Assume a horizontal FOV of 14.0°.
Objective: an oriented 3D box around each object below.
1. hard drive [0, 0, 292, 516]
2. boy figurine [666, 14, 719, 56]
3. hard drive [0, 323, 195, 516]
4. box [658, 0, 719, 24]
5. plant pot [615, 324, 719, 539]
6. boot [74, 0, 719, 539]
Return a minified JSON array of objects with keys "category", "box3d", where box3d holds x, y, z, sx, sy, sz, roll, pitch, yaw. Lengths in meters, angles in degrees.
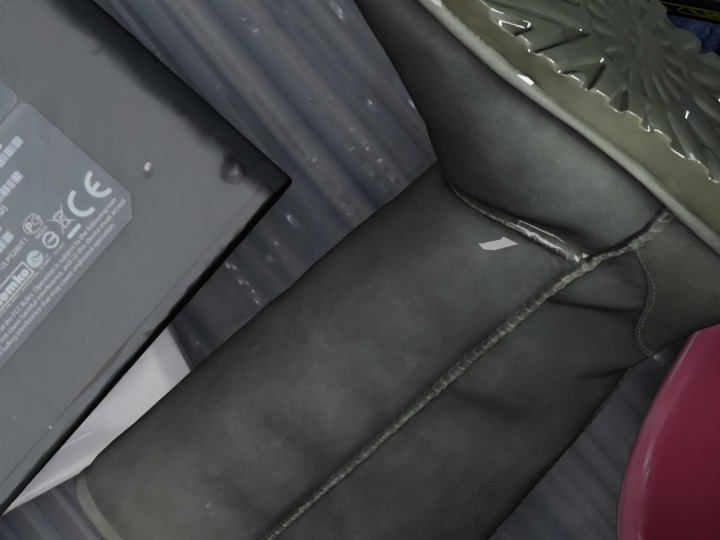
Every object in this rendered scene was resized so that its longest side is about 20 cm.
[{"category":"hard drive","box3d":[-0.138,-0.038,0.777,0.200,0.033,0.140,42,91,1]},{"category":"boy figurine","box3d":[0.131,-0.117,0.771,0.124,0.064,0.200,30,95,24]},{"category":"hard drive","box3d":[-0.146,-0.021,0.807,0.132,0.027,0.200,-28,89,2]},{"category":"box","box3d":[0.075,-0.168,0.747,0.193,0.047,0.201,15,89,33]},{"category":"plant pot","box3d":[0.193,0.057,0.721,0.179,0.200,0.200,41,91,-13]},{"category":"boot","box3d":[-0.001,0.001,0.731,0.182,0.073,0.200,43,124,-17]}]
